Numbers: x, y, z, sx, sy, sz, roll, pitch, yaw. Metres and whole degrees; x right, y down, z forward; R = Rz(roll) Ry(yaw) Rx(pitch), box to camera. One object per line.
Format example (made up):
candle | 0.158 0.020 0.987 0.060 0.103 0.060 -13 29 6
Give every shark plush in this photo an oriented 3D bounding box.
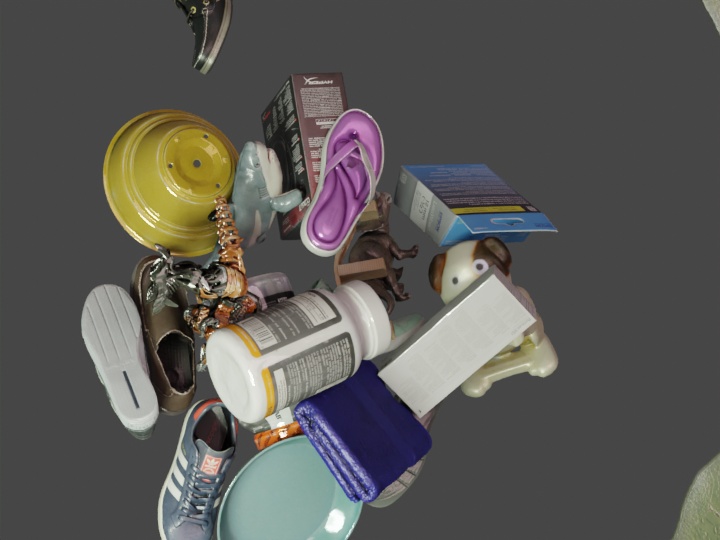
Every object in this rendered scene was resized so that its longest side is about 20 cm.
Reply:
shark plush | -0.161 -0.073 1.708 0.083 0.200 0.091 14 34 -48

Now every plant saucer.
plant saucer | -0.090 0.286 1.652 0.199 0.036 0.201 -11 115 -26

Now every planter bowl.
planter bowl | -0.220 -0.125 1.723 0.199 0.083 0.202 9 71 -26

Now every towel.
towel | 0.001 0.196 1.649 0.148 0.050 0.200 51 24 6

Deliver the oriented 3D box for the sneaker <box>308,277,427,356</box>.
sneaker | -0.006 0.058 1.782 0.199 0.074 0.119 -16 89 -28

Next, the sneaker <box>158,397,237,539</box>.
sneaker | -0.191 0.247 1.625 0.075 0.084 0.201 15 69 -23

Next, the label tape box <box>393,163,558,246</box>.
label tape box | 0.155 -0.077 1.847 0.142 0.066 0.200 -3 32 -29

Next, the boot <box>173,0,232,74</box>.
boot | -0.247 -0.366 1.789 0.153 0.073 0.205 16 62 -21

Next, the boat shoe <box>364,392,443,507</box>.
boat shoe | 0.050 0.220 1.775 0.074 0.065 0.203 27 66 -8

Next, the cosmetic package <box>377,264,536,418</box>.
cosmetic package | 0.122 0.090 1.709 0.083 0.200 0.051 47 16 -7

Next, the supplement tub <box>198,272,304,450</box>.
supplement tub | -0.116 0.113 1.683 0.122 0.122 0.201 -17 82 -30

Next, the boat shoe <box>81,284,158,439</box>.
boat shoe | -0.291 0.113 1.624 0.072 0.071 0.201 -10 59 -16

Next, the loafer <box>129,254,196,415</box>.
loafer | -0.231 0.074 1.664 0.073 0.071 0.201 -8 79 -29

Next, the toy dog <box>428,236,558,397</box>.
toy dog | 0.172 0.041 1.805 0.200 0.139 0.195 59 26 -48

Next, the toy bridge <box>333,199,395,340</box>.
toy bridge | 0.000 0.000 1.752 0.067 0.027 0.201 -10 63 5

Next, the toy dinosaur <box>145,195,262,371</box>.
toy dinosaur | -0.181 0.019 1.603 0.135 0.102 0.201 6 74 -14

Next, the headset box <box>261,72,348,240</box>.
headset box | -0.063 -0.138 1.768 0.077 0.149 0.201 -6 77 -21

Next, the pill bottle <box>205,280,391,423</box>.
pill bottle | -0.070 0.089 1.575 0.199 0.116 0.117 -23 86 -29

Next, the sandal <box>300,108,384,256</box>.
sandal | -0.013 -0.111 1.670 0.082 0.050 0.204 21 69 -15

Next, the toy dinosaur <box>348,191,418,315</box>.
toy dinosaur | 0.019 -0.006 1.813 0.102 0.077 0.201 23 52 -15
